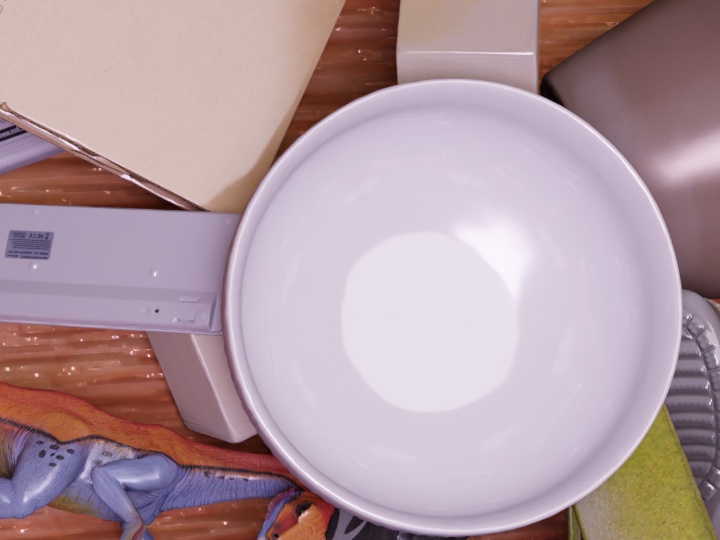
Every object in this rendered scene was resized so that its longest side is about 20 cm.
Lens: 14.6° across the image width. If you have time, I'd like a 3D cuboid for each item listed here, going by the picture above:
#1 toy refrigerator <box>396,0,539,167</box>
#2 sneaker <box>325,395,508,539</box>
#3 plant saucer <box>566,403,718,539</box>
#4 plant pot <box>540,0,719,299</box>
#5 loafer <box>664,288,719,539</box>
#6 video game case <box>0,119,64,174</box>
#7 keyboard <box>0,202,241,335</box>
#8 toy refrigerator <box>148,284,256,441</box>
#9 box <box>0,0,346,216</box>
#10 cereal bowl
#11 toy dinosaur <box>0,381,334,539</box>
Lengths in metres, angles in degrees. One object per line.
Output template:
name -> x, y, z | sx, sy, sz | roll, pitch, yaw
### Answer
toy refrigerator -> 0.051, -0.139, 1.327 | 0.070, 0.076, 0.200 | 1, 45, 5
sneaker -> 0.040, 0.090, 1.305 | 0.200, 0.084, 0.077 | -36, 60, -26
plant saucer -> 0.124, 0.184, 1.222 | 0.048, 0.200, 0.200 | -5, 117, -3
plant pot -> 0.187, -0.064, 1.355 | 0.173, 0.200, 0.200 | -19, 82, -3
loafer -> 0.155, 0.095, 1.326 | 0.070, 0.075, 0.200 | -44, 133, -55
video game case -> -0.157, -0.147, 1.349 | 0.200, 0.022, 0.183 | -21, 83, -19
keyboard -> -0.149, -0.004, 1.266 | 0.200, 0.011, 0.056 | 3, 67, 18
toy refrigerator -> 0.000, 0.000, 1.321 | 0.200, 0.070, 0.076 | -28, 104, -21
box -> -0.086, -0.140, 1.279 | 0.163, 0.021, 0.200 | 27, 74, -11
cereal bowl -> 0.034, 0.018, 1.234 | 0.200, 0.083, 0.201 | 1, 84, -11
toy dinosaur -> -0.109, 0.087, 1.232 | 0.181, 0.105, 0.200 | -17, 97, 0
